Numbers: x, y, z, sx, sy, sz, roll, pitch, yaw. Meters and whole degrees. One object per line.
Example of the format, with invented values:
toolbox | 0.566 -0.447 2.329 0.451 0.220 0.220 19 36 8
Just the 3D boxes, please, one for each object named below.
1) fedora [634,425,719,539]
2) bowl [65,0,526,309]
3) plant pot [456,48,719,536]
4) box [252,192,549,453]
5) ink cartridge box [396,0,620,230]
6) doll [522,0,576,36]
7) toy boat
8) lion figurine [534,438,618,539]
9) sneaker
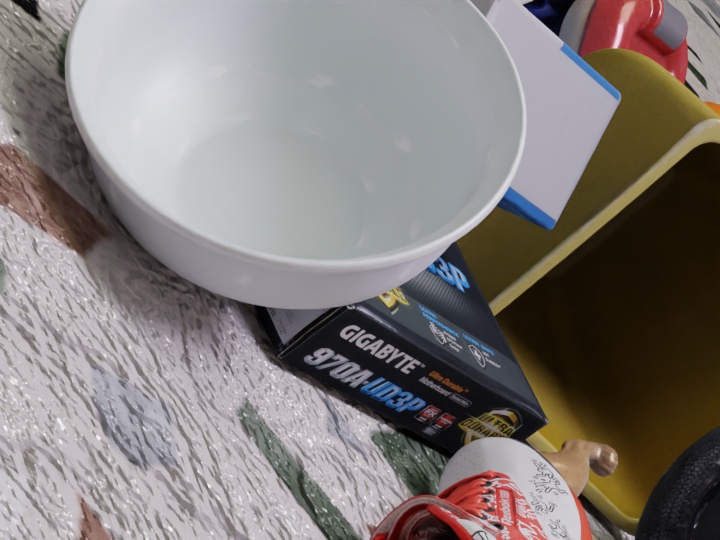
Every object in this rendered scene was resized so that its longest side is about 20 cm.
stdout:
fedora | 0.223 0.174 1.368 0.201 0.201 0.092 51 -14 -10
bowl | -0.034 -0.053 1.095 0.201 0.090 0.201 8 50 -9
plant pot | 0.146 -0.013 1.434 0.194 0.195 0.200 43 12 -32
box | 0.000 0.000 1.233 0.200 0.046 0.159 32 26 -52
ink cartridge box | 0.007 -0.110 1.262 0.200 0.084 0.146 25 -3 34
doll | 0.148 -0.193 1.782 0.136 0.200 0.048 29 28 -56
toy boat | 0.200 -0.093 1.727 0.131 0.200 0.130 10 -8 32
lion figurine | 0.103 0.142 1.213 0.122 0.073 0.200 19 22 -43
sneaker | 0.049 0.117 1.087 0.108 0.067 0.201 46 20 -32
